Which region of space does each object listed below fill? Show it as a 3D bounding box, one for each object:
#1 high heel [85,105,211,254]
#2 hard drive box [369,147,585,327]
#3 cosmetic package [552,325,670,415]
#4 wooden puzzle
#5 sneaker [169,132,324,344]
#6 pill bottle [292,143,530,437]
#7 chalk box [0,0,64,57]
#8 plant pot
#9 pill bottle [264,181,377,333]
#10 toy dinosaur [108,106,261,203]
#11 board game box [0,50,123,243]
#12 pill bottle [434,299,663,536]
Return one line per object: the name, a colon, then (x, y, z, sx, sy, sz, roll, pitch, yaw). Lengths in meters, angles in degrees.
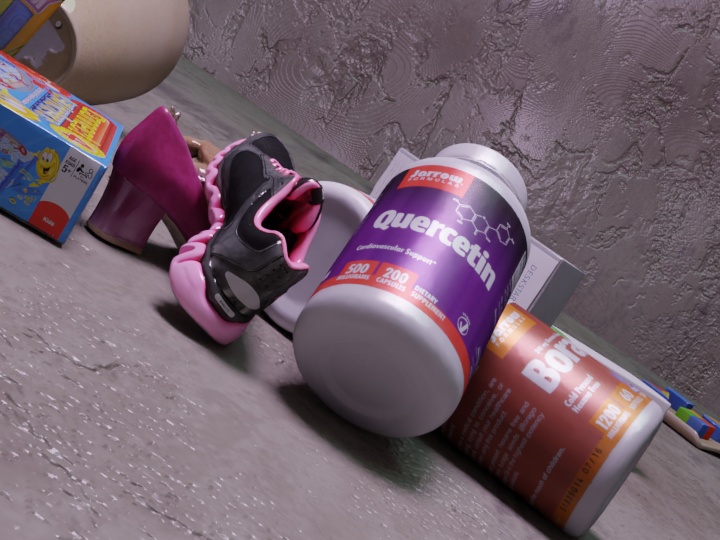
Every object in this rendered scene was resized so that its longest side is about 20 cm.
high heel: (-0.111, -0.050, 0.826, 0.067, 0.097, 0.199, 38, 9, 36)
hard drive box: (0.080, 0.008, 1.048, 0.199, 0.157, 0.077, 38, 8, 28)
cosmetic package: (0.226, 0.120, 1.236, 0.198, 0.086, 0.108, 29, 6, -22)
wooden puzzle: (0.571, 0.255, 1.991, 0.199, 0.047, 0.185, 26, 11, -48)
sneaker: (-0.057, -0.038, 0.742, 0.079, 0.095, 0.201, 45, 27, -25)
pill bottle: (0.043, 0.003, 0.737, 0.112, 0.113, 0.201, 33, 48, 0)
chalk box: (-0.294, -0.261, 0.870, 0.123, 0.199, 0.126, 26, 35, -42)
plant pot: (-0.279, -0.236, 1.075, 0.186, 0.188, 0.200, 32, 20, -4)
pill bottle: (0.000, 0.000, 0.909, 0.115, 0.117, 0.200, 36, 7, 20)
toy dinosaur: (-0.115, -0.066, 0.992, 0.199, 0.086, 0.136, 16, 25, -50)
board game box: (-0.258, -0.111, 0.742, 0.194, 0.056, 0.200, 31, 8, -16)
pill bottle: (0.109, 0.089, 0.819, 0.199, 0.113, 0.112, 36, 8, 19)
